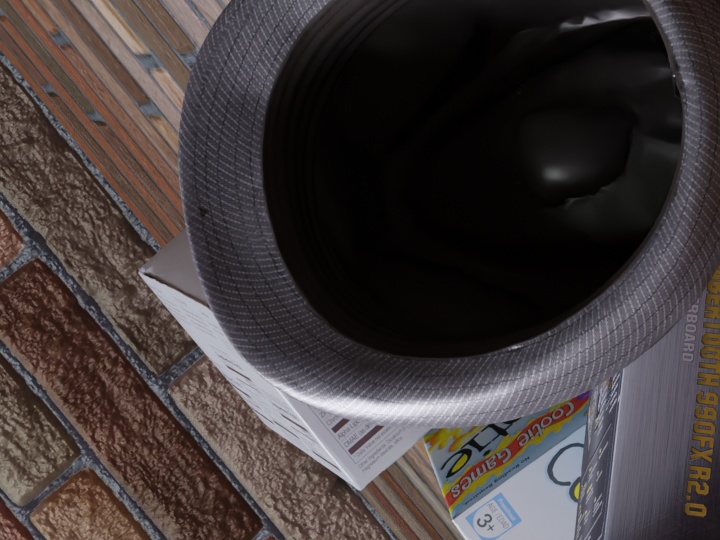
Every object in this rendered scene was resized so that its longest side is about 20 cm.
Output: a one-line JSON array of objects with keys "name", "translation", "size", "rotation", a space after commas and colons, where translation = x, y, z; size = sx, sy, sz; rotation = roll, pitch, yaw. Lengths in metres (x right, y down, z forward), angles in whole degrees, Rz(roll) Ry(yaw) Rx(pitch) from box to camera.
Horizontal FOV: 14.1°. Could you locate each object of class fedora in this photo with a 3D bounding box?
[{"name": "fedora", "translation": [0.048, -0.038, 0.951], "size": [0.090, 0.199, 0.178], "rotation": [6, -115, -60]}]

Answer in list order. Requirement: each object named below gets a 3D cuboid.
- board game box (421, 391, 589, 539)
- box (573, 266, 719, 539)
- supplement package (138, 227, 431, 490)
[{"name": "board game box", "translation": [0.097, 0.090, 1.326], "size": [0.105, 0.103, 0.200], "rotation": [53, -176, -14]}, {"name": "box", "translation": [0.111, 0.054, 1.062], "size": [0.048, 0.159, 0.200], "rotation": [8, 168, 2]}, {"name": "supplement package", "translation": [0.000, 0.000, 1.404], "size": [0.111, 0.156, 0.200], "rotation": [51, 173, -14]}]
